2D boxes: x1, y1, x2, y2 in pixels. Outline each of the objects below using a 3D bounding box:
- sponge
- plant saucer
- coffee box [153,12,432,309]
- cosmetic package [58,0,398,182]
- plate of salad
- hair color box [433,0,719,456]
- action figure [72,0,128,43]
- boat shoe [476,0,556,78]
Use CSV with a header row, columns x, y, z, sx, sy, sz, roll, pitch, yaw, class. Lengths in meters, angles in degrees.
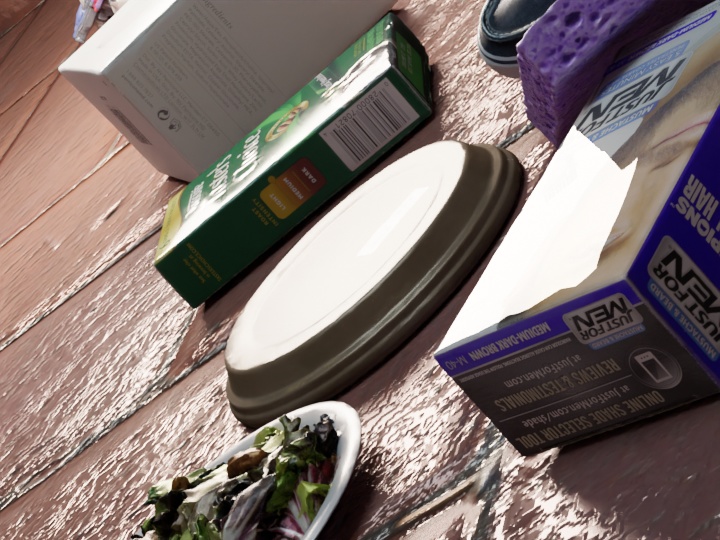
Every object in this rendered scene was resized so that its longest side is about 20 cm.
x,y,z,sx,sy,sz,roll,pitch,yaw,class
0.122,-0.115,1.041,0.111,0.030,0.200,-42,-6,1,sponge
0.000,0.000,1.181,0.200,0.029,0.200,-39,16,13,plant saucer
-0.042,-0.070,1.430,0.200,0.044,0.123,-39,17,15,coffee box
-0.102,-0.177,1.707,0.200,0.123,0.199,-47,16,-7,cosmetic package
-0.080,0.126,1.018,0.200,0.048,0.200,-40,15,13,plate of salad
0.120,-0.027,0.894,0.109,0.065,0.200,-25,26,47,hair color box
-0.238,-0.341,2.508,0.194,0.104,0.201,-80,15,-57,action figure
0.122,-0.181,1.193,0.200,0.091,0.071,-34,51,27,boat shoe
